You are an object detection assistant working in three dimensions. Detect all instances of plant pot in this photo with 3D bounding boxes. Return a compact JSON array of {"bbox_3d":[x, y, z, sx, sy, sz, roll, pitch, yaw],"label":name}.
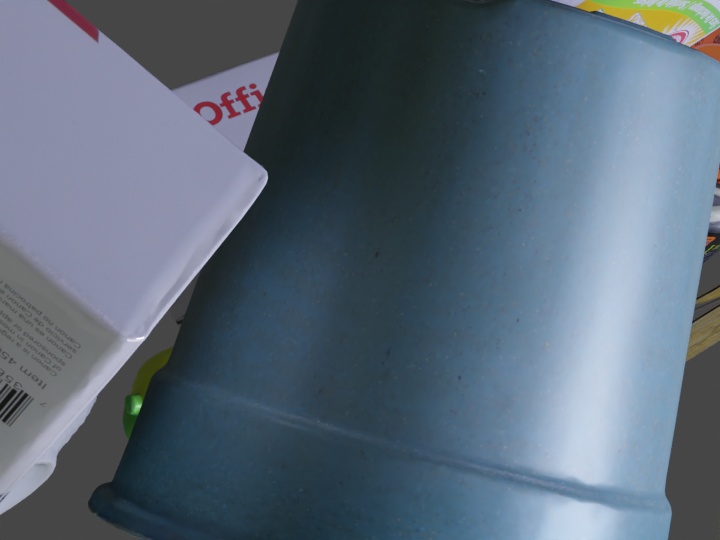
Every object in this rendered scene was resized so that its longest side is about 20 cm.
[{"bbox_3d":[0.030,0.009,0.820,0.200,0.200,0.196,18,87,-74],"label":"plant pot"}]

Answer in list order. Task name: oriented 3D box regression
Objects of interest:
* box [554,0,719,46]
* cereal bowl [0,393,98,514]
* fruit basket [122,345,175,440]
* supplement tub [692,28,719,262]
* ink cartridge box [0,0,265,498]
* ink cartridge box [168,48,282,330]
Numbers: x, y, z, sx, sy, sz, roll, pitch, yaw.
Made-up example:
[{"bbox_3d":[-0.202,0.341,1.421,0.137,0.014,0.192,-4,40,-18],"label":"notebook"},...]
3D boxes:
[{"bbox_3d":[0.096,-0.148,0.931,0.112,0.101,0.200,-33,168,9],"label":"box"},{"bbox_3d":[-0.207,0.081,1.184,0.200,0.083,0.200,-30,168,-7],"label":"cereal bowl"},{"bbox_3d":[-0.036,0.074,1.465,0.216,0.156,0.216,-45,178,-2],"label":"fruit basket"},{"bbox_3d":[0.167,-0.052,1.448,0.122,0.123,0.200,-21,165,-38],"label":"supplement tub"},{"bbox_3d":[-0.143,-0.005,0.766,0.200,0.147,0.083,-44,-173,50],"label":"ink cartridge box"},{"bbox_3d":[0.000,0.000,1.072,0.147,0.200,0.083,-24,163,-31],"label":"ink cartridge box"}]
